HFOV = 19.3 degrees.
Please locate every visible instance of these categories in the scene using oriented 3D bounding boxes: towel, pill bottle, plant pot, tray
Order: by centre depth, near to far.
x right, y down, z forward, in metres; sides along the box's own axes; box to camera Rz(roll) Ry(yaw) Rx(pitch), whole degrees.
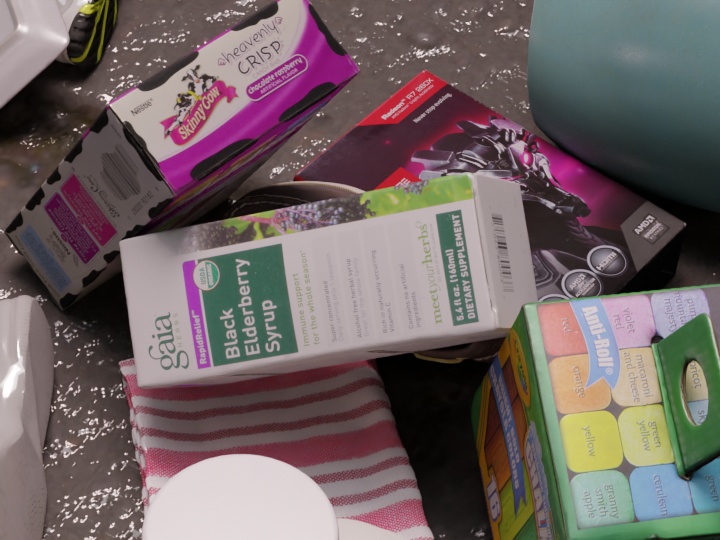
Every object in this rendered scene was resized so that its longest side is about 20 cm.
[{"bbox_3d":[-0.054,0.174,0.945,0.111,0.200,0.111,2,48,-2],"label":"pill bottle"},{"bbox_3d":[-0.043,0.110,1.118,0.146,0.030,0.200,-7,49,-11],"label":"towel"},{"bbox_3d":[0.190,-0.133,1.251,0.161,0.201,0.201,9,47,19],"label":"plant pot"},{"bbox_3d":[-0.247,-0.177,1.326,0.107,0.022,0.200,-38,49,17],"label":"tray"}]

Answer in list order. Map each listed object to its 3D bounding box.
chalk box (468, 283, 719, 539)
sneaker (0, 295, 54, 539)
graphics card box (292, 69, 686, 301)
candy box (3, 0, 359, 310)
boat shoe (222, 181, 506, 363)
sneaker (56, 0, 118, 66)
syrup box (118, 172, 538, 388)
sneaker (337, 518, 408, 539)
[{"bbox_3d":[0.135,0.084,1.020,0.124,0.200,0.125,-6,69,-8],"label":"chalk box"},{"bbox_3d":[-0.212,0.100,1.101,0.088,0.075,0.200,-7,42,7],"label":"sneaker"},{"bbox_3d":[0.073,-0.027,1.235,0.200,0.051,0.125,34,54,23],"label":"graphics card box"},{"bbox_3d":[-0.102,-0.063,1.157,0.136,0.200,0.061,-36,89,-31],"label":"candy box"},{"bbox_3d":[0.000,0.000,1.173,0.200,0.072,0.059,23,16,27],"label":"boat shoe"},{"bbox_3d":[-0.184,-0.218,1.375,0.076,0.076,0.200,11,47,6],"label":"sneaker"},{"bbox_3d":[-0.017,0.008,1.080,0.200,0.081,0.079,-10,85,21],"label":"syrup box"},{"bbox_3d":[0.037,0.159,0.993,0.073,0.085,0.200,-34,47,-26],"label":"sneaker"}]
